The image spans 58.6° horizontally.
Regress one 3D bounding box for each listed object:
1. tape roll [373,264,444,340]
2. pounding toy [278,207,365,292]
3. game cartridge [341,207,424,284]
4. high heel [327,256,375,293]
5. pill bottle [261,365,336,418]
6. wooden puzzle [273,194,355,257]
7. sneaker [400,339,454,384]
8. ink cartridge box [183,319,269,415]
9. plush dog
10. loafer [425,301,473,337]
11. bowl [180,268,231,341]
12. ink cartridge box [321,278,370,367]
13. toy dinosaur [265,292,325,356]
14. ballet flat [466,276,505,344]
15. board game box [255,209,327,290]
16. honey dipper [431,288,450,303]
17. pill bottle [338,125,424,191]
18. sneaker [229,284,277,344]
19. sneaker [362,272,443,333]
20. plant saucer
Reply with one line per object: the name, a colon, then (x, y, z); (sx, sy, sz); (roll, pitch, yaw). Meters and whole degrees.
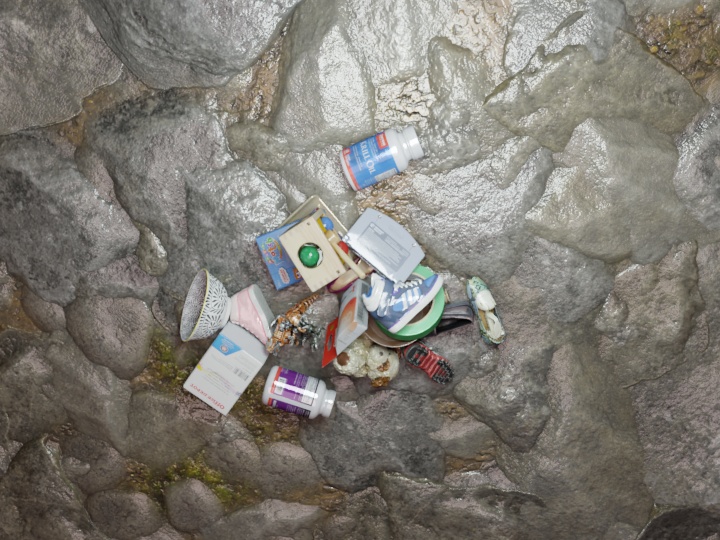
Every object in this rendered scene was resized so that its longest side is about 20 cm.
tape roll: (0.123, 0.081, 1.696); (0.197, 0.048, 0.203); (-2, 68, 6)
pounding toy: (-0.085, -0.048, 1.568); (0.141, 0.200, 0.185); (-31, 99, 11)
game cartridge: (0.065, -0.065, 1.689); (0.199, 0.040, 0.134); (40, 81, 0)
high heel: (0.000, 0.000, 1.714); (0.199, 0.096, 0.068); (-35, 102, 13)
pill bottle: (-0.174, 0.351, 1.825); (0.198, 0.113, 0.114); (18, 107, -2)
wooden puzzle: (-0.124, -0.072, 1.727); (0.185, 0.046, 0.200); (-40, 101, 14)
sneaker: (0.183, 0.248, 1.793); (0.200, 0.098, 0.071); (36, 94, -31)
ink cartridge box: (-0.367, 0.263, 1.793); (0.147, 0.145, 0.201); (37, 106, -7)
plush dog: (0.025, 0.246, 1.767); (0.170, 0.201, 0.161); (23, 141, 6)
loafer: (0.214, 0.144, 1.754); (0.198, 0.063, 0.072); (-20, 127, 8)
bowl: (-0.411, 0.105, 1.747); (0.093, 0.201, 0.202); (19, 109, -28)
ink cartridge box: (-0.053, 0.138, 1.700); (0.050, 0.163, 0.200); (33, 125, -22)
toy dinosaur: (-0.173, 0.152, 1.755); (0.200, 0.102, 0.136); (-45, 116, 4)
ballet flat: (0.347, 0.111, 1.738); (0.073, 0.074, 0.202); (-21, 107, 10)
board game box: (-0.158, -0.054, 1.696); (0.198, 0.037, 0.153); (-21, 100, 10)
honey dipper: (0.150, 0.101, 1.769); (0.198, 0.038, 0.038); (-21, 105, 13)
pill bottle: (0.054, -0.288, 1.615); (0.198, 0.112, 0.113); (-23, 104, 10)
sneaker: (-0.299, 0.145, 1.792); (0.104, 0.075, 0.202); (-21, 102, 12)
sneaker: (0.098, 0.043, 1.622); (0.200, 0.081, 0.147); (-44, 96, -6)
plant saucer: (0.093, 0.113, 1.731); (0.197, 0.037, 0.203); (-3, 68, 6)
